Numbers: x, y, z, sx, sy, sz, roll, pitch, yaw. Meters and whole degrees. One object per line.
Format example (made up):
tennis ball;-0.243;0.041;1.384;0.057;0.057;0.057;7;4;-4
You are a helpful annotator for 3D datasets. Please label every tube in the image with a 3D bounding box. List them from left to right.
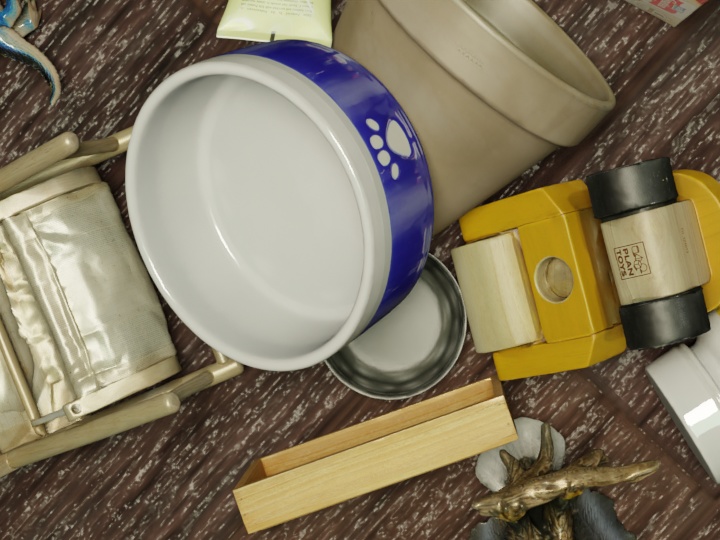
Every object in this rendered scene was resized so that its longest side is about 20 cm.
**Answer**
tube;-0.047;-0.234;0.896;0.058;0.052;0.202;-20;50;37

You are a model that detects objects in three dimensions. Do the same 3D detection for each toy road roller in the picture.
toy road roller;0.177;-0.006;0.917;0.198;0.145;0.125;-15;89;42

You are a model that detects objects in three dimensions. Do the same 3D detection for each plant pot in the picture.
plant pot;0.046;-0.114;0.886;0.200;0.200;0.174;41;111;2

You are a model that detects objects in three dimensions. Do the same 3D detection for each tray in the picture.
tray;0.013;0.130;0.932;0.198;0.099;0.037;-19;92;5

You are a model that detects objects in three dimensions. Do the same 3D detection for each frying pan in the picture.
frying pan;-0.008;0.015;0.963;0.189;0.031;0.116;35;95;6

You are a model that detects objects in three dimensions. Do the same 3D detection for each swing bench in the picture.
swing bench;-0.223;0.026;0.932;0.198;0.130;0.201;-21;91;19

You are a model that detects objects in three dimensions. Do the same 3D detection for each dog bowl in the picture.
dog bowl;-0.054;-0.043;0.835;0.198;0.079;0.203;15;118;30

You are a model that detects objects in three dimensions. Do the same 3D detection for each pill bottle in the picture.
pill bottle;0.305;0.054;0.897;0.199;0.114;0.115;-33;90;6

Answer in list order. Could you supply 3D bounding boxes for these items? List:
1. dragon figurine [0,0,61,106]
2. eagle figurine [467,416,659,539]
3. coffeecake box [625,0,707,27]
dragon figurine;-0.297;-0.189;0.964;0.099;0.059;0.202;-30;89;5
eagle figurine;0.140;0.221;0.928;0.151;0.151;0.202;14;135;40
coffeecake box;0.153;-0.249;0.876;0.198;0.154;0.074;28;95;3
